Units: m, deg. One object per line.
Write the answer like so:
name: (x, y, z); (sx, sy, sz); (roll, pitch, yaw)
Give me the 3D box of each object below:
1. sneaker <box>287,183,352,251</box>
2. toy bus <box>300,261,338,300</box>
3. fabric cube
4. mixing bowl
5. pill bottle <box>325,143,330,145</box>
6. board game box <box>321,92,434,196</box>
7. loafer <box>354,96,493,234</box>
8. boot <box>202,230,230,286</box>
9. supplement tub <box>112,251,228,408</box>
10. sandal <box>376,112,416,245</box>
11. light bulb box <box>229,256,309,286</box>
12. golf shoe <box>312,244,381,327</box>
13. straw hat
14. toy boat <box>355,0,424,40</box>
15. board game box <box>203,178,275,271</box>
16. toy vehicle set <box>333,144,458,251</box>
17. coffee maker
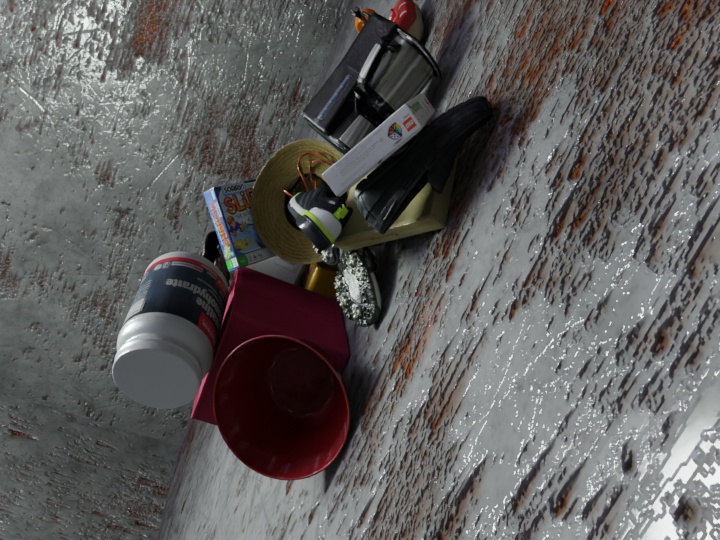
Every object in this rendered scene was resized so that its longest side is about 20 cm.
sneaker: (-0.048, -0.085, 0.896); (0.083, 0.072, 0.200); (-43, 22, 3)
toy bus: (-0.080, 0.042, 1.178); (0.079, 0.063, 0.205); (-114, 45, -69)
fabric cube: (-0.150, 0.142, 1.051); (0.201, 0.194, 0.201); (-107, 39, -67)
mixing bowl: (-0.099, 0.177, 0.891); (0.205, 0.196, 0.108); (-65, -6, 14)
pill bottle: (-0.054, -0.186, 1.235); (0.200, 0.111, 0.117); (-75, 8, -82)
board game box: (0.029, -0.162, 0.782); (0.125, 0.035, 0.200); (-37, 9, 20)
loafer: (0.082, -0.124, 0.750); (0.199, 0.071, 0.068); (-39, -10, 11)
boot: (-0.274, 0.040, 1.136); (0.131, 0.065, 0.207); (109, 164, -74)
supplement tub: (-0.279, 0.085, 0.938); (0.203, 0.137, 0.142); (-89, 24, -49)
sandal: (0.052, -0.136, 0.954); (0.047, 0.074, 0.207); (18, 96, 50)
light bulb box: (-0.163, -0.005, 1.271); (0.201, 0.122, 0.202); (104, -169, -62)
golf shoe: (0.000, 0.000, 0.946); (0.078, 0.086, 0.203); (-52, 44, 29)
straw hat: (-0.084, -0.117, 1.076); (0.206, 0.197, 0.085); (-66, -8, 11)
toy boat: (0.049, -0.472, 1.247); (0.203, 0.127, 0.132); (-89, 24, -52)
board game box: (-0.169, -0.091, 1.103); (0.034, 0.198, 0.139); (-16, 94, 41)
toy vehicle set: (0.044, -0.103, 0.852); (0.197, 0.026, 0.128); (-11, 59, 49)
coffee maker: (0.006, -0.290, 1.015); (0.201, 0.134, 0.192); (-51, 37, 6)
